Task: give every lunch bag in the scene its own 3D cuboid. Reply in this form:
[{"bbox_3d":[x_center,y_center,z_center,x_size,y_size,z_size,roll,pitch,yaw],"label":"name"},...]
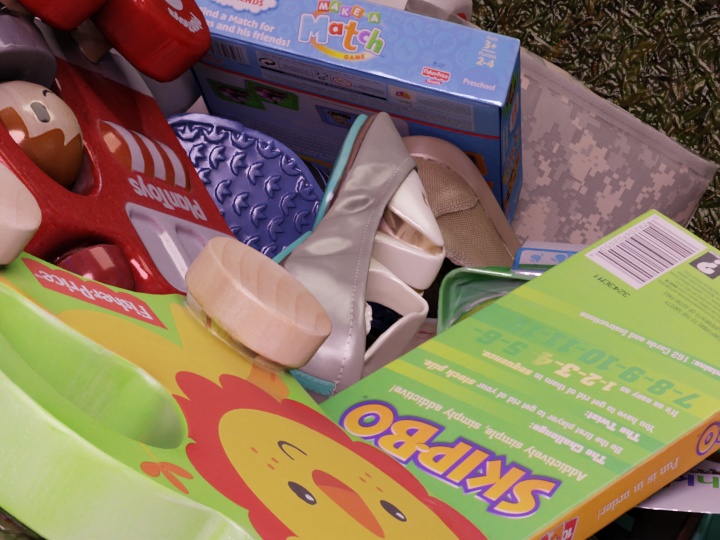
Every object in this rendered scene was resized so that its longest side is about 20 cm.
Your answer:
[{"bbox_3d":[0.082,-0.032,1.229,0.199,0.165,0.118,27,5,-25],"label":"lunch bag"}]

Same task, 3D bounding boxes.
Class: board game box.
[{"bbox_3d":[0.067,0.048,0.785,0.199,0.030,0.095,-27,46,-32],"label":"board game box"},{"bbox_3d":[0.000,-0.076,1.044,0.151,0.037,0.200,15,-14,8],"label":"board game box"}]

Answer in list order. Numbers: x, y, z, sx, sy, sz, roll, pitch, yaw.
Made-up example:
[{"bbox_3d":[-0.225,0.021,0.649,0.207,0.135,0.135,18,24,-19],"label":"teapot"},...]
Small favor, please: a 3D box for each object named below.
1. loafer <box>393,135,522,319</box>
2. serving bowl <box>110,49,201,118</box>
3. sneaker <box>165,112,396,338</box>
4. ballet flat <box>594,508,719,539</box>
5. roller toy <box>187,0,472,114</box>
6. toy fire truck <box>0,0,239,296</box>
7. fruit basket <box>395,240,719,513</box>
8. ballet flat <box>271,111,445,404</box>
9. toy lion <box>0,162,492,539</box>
[{"bbox_3d":[0.056,0.028,1.027,0.200,0.076,0.068,49,39,-28],"label":"loafer"},{"bbox_3d":[-0.171,-0.111,1.083,0.199,0.066,0.200,23,6,-2],"label":"serving bowl"},{"bbox_3d":[-0.026,-0.014,1.098,0.199,0.070,0.078,30,-5,-16],"label":"sneaker"},{"bbox_3d":[0.140,0.096,1.014,0.068,0.068,0.200,25,5,17],"label":"ballet flat"},{"bbox_3d":[-0.029,-0.139,1.447,0.139,0.200,0.183,32,-28,10],"label":"roller toy"},{"bbox_3d":[-0.110,-0.046,0.837,0.168,0.112,0.200,57,14,19],"label":"toy fire truck"},{"bbox_3d":[0.092,0.048,0.869,0.184,0.094,0.200,5,10,8],"label":"fruit basket"},{"bbox_3d":[0.000,0.000,0.877,0.063,0.068,0.200,22,30,4],"label":"ballet flat"},{"bbox_3d":[-0.037,0.057,0.606,0.200,0.069,0.192,23,19,-47],"label":"toy lion"}]
